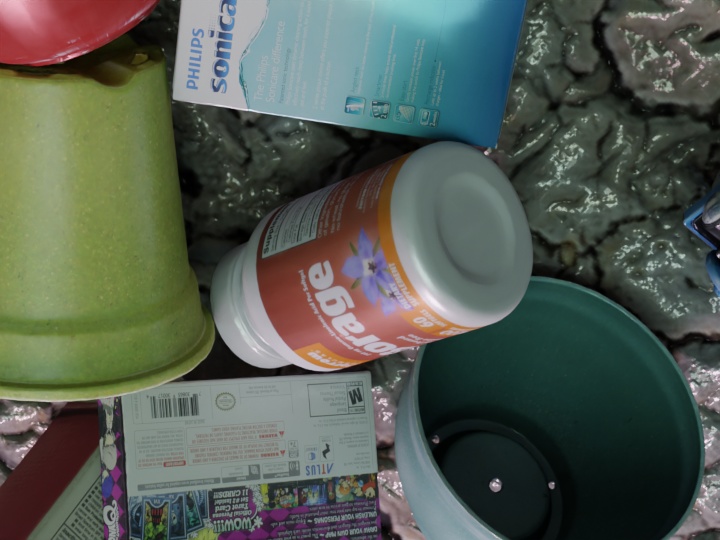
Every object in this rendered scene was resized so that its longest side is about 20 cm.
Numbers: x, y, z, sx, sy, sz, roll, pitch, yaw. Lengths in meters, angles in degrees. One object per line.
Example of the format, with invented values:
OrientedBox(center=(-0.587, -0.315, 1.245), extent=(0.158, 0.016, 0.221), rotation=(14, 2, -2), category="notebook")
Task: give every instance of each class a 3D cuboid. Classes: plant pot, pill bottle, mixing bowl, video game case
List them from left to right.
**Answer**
OrientedBox(center=(-0.175, -0.183, 0.966), extent=(0.200, 0.200, 0.109), rotation=(-17, 120, 12), category="mixing bowl")
OrientedBox(center=(-0.185, -0.046, 1.056), extent=(0.200, 0.200, 0.185), rotation=(4, 112, 0), category="plant pot")
OrientedBox(center=(-0.074, 0.159, 1.139), extent=(0.200, 0.036, 0.182), rotation=(-1, 86, -37), category="video game case")
OrientedBox(center=(0.000, 0.000, 1.078), extent=(0.200, 0.112, 0.112), rotation=(-20, 120, 45), category="pill bottle")
OrientedBox(center=(0.106, 0.123, 1.145), extent=(0.200, 0.201, 0.134), rotation=(20, 145, -8), category="plant pot")

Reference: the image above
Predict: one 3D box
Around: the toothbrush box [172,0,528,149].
OrientedBox(center=(-0.004, -0.167, 1.030), extent=(0.199, 0.085, 0.147), rotation=(7, 120, -2), category="toothbrush box")

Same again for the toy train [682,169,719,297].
OrientedBox(center=(0.290, 0.001, 1.094), extent=(0.200, 0.114, 0.087), rotation=(36, 123, -17), category="toy train")

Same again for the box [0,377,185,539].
OrientedBox(center=(-0.170, 0.176, 1.156), extent=(0.128, 0.200, 0.109), rotation=(49, 149, -21), category="box")
